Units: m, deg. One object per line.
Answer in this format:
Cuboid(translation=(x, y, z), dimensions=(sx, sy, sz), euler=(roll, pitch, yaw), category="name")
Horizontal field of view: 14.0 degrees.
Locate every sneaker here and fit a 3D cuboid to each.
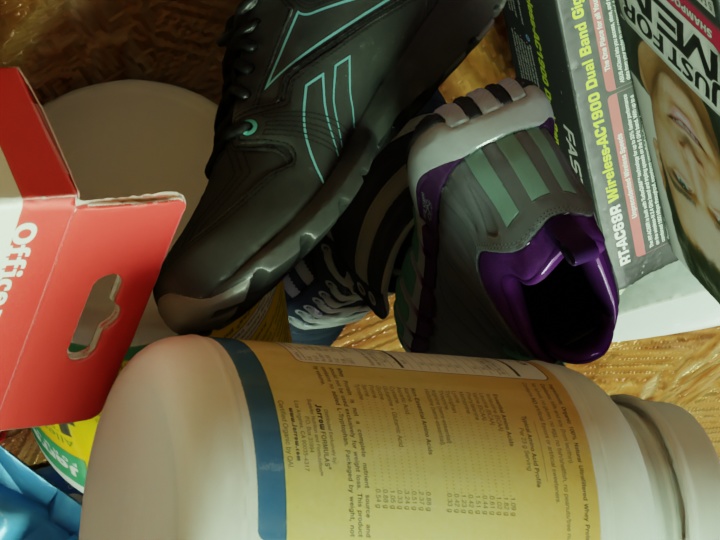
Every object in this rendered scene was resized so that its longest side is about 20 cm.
Cuboid(translation=(0.058, 0.018, 1.086), dimensions=(0.074, 0.088, 0.200), euler=(-26, 151, -8), category="sneaker")
Cuboid(translation=(0.000, 0.000, 1.201), dimensions=(0.070, 0.109, 0.201), euler=(-16, 145, -28), category="sneaker")
Cuboid(translation=(-0.026, -0.058, 1.051), dimensions=(0.200, 0.079, 0.075), euler=(-54, -173, -35), category="sneaker")

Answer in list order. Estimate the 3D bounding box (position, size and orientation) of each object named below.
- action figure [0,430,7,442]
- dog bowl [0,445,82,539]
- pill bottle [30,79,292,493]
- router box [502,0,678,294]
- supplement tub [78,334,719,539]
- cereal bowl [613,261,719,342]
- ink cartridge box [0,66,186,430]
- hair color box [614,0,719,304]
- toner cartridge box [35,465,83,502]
Cuboid(translation=(-0.232, 0.080, 1.125), dimensions=(0.199, 0.052, 0.065), euler=(-19, 165, 24), category="action figure")
Cuboid(translation=(-0.143, 0.134, 1.193), dimensions=(0.112, 0.199, 0.050), euler=(-58, 165, 4), category="dog bowl")
Cuboid(translation=(-0.083, 0.025, 1.158), dimensions=(0.112, 0.113, 0.200), euler=(-26, 150, -12), category="pill bottle")
Cuboid(translation=(0.135, -0.107, 1.162), dimensions=(0.149, 0.062, 0.201), euler=(-25, 131, -12), category="router box")
Cuboid(translation=(0.014, 0.100, 1.015), dimensions=(0.199, 0.145, 0.145), euler=(5, 137, -21), category="supplement tub")
Cuboid(translation=(0.182, -0.028, 1.329), dimensions=(0.199, 0.084, 0.200), euler=(-11, 172, -2), category="cereal bowl")
Cuboid(translation=(-0.170, -0.003, 0.967), dimensions=(0.199, 0.067, 0.117), euler=(-3, 137, -31), category="ink cartridge box")
Cuboid(translation=(0.146, -0.065, 1.089), dimensions=(0.060, 0.099, 0.201), euler=(-27, 131, -9), category="hair color box")
Cuboid(translation=(-0.165, 0.138, 1.316), dimensions=(0.199, 0.043, 0.095), euler=(-14, 144, -29), category="toner cartridge box")
